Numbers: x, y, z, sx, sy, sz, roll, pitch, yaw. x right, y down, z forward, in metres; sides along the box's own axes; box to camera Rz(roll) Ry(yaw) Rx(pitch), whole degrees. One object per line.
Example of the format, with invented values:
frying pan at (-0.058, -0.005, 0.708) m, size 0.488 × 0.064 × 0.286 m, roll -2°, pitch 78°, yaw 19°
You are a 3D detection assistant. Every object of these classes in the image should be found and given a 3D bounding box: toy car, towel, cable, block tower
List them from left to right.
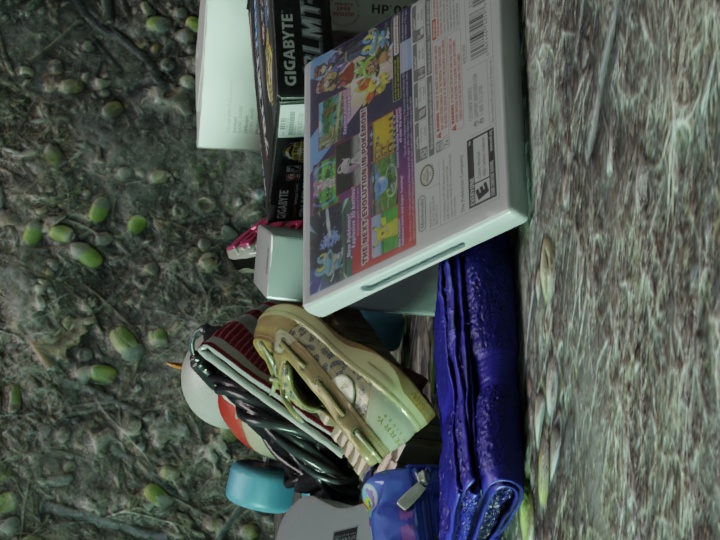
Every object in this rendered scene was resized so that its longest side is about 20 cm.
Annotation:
toy car at (-0.085, 0.104, 2.084) m, size 0.200 × 0.176 × 0.185 m, roll 19°, pitch 99°, yaw 45°
cable at (-0.063, 0.131, 1.801) m, size 0.200 × 0.051 × 0.163 m, roll 37°, pitch 160°, yaw 50°
towel at (-0.033, 0.074, 1.781) m, size 0.023 × 0.144 × 0.200 m, roll -58°, pitch -9°, yaw 18°
block tower at (0.004, 0.095, 1.674) m, size 0.200 × 0.058 × 0.054 m, roll 51°, pitch 121°, yaw 45°
towel at (0.069, 0.085, 1.480) m, size 0.148 × 0.049 × 0.201 m, roll 103°, pitch 169°, yaw -56°

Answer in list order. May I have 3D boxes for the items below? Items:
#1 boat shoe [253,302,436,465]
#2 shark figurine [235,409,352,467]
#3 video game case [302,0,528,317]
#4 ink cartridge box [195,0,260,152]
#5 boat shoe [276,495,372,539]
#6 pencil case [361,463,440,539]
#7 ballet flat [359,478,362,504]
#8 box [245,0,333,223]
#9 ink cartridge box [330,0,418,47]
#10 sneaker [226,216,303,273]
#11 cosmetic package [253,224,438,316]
boat shoe at (-0.027, 0.077, 1.594) m, size 0.073 × 0.063 × 0.200 m, roll 50°, pitch 166°, yaw -29°
shark figurine at (-0.003, 0.129, 1.959) m, size 0.089 × 0.215 × 0.128 m, roll -19°, pitch 28°, yaw 45°
video game case at (0.033, -0.088, 1.520) m, size 0.182 × 0.023 × 0.201 m, roll -25°, pitch 52°, yaw 36°
ink cartridge box at (-0.042, -0.192, 2.003) m, size 0.147 × 0.199 × 0.147 m, roll -99°, pitch 13°, yaw -63°
boat shoe at (0.001, 0.205, 1.708) m, size 0.200 × 0.056 × 0.069 m, roll -14°, pitch 62°, yaw 59°
pencil case at (0.042, 0.218, 1.527) m, size 0.087 × 0.078 × 0.201 m, roll 90°, pitch 178°, yaw -50°
ballet flat at (0.031, 0.147, 1.776) m, size 0.200 × 0.067 × 0.064 m, roll 111°, pitch 172°, yaw -70°
box at (-0.054, -0.168, 1.748) m, size 0.199 × 0.049 × 0.201 m, roll 106°, pitch 161°, yaw -65°
ink cartridge box at (0.019, -0.201, 1.812) m, size 0.200 × 0.115 × 0.068 m, roll 118°, pitch 154°, yaw -78°
sneaker at (-0.021, -0.007, 1.886) m, size 0.074 × 0.199 × 0.088 m, roll -49°, pitch -55°, yaw -50°
cosmetic package at (0.000, 0.000, 1.713) m, size 0.200 × 0.150 × 0.052 m, roll -148°, pitch 62°, yaw -84°
